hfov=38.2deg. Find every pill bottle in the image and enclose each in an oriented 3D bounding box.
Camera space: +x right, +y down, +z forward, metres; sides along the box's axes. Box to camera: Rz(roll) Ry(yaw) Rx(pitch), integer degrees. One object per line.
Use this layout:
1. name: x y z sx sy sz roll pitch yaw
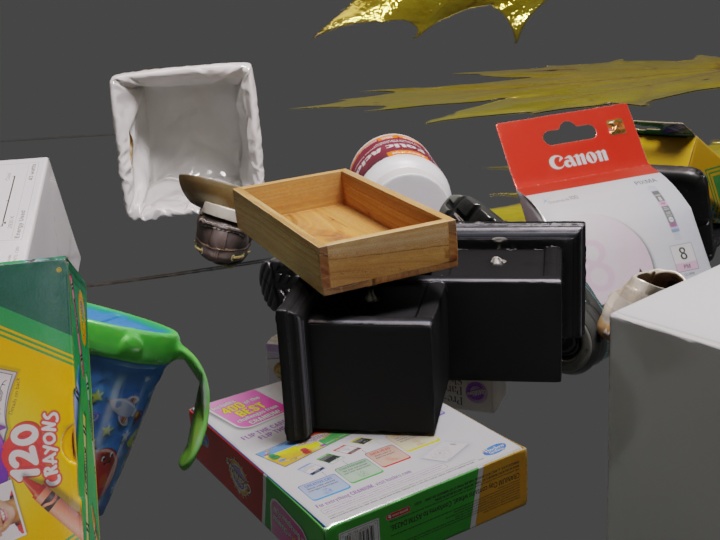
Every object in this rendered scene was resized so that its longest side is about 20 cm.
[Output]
1. pill bottle: 0.046 -0.087 1.215 0.112 0.116 0.200 -5 17 -3

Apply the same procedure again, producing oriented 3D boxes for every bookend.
1. bookend: 0.060 0.037 0.734 0.195 0.094 0.200 0 19 12

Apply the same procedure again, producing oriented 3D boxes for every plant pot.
1. plant pot: -0.122 -0.069 1.222 0.197 0.028 0.200 18 -4 1

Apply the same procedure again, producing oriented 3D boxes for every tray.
1. tray: -0.018 -0.033 0.753 0.097 0.038 0.200 -12 20 -20

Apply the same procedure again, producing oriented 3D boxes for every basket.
1. basket: -0.238 -0.188 1.465 0.196 0.202 0.161 -6 14 -5

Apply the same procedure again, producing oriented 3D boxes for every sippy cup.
1. sippy cup: -0.198 0.088 0.672 0.175 0.132 0.139 15 -2 20

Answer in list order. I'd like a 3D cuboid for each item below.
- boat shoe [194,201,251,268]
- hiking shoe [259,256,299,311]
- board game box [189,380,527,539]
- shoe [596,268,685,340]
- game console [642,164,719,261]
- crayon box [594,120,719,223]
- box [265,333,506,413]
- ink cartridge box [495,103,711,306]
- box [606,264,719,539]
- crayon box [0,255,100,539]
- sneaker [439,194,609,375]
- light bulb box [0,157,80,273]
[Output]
1. boat shoe: -0.154 -0.036 1.169 0.071 0.061 0.200 15 -3 -6
2. hiking shoe: 0.000 0.000 1.022 0.197 0.077 0.100 6 23 30
3. board game box: -0.008 0.124 0.701 0.151 0.041 0.199 -14 20 -28
4. shoe: 0.261 0.028 0.868 0.069 0.054 0.199 19 14 33
5. game console: 0.300 -0.080 1.151 0.197 0.177 0.117 7 48 31
6. crayon box: 0.343 -0.109 1.169 0.125 0.052 0.199 13 -8 44
7. box: 0.018 0.078 0.836 0.197 0.042 0.039 5 20 23
8. ink cartridge box: 0.232 -0.065 0.989 0.160 0.203 0.057 -11 -9 -20
9. box: 0.243 0.080 0.597 0.198 0.155 0.106 -17 22 -36
10. crayon box: -0.205 0.102 0.557 0.117 0.204 0.058 -6 -13 -6
11. sneaker: 0.141 0.011 0.898 0.079 0.076 0.201 -7 49 -48
12. light bulb box: -0.345 0.023 0.834 0.196 0.126 0.200 -4 46 -1
